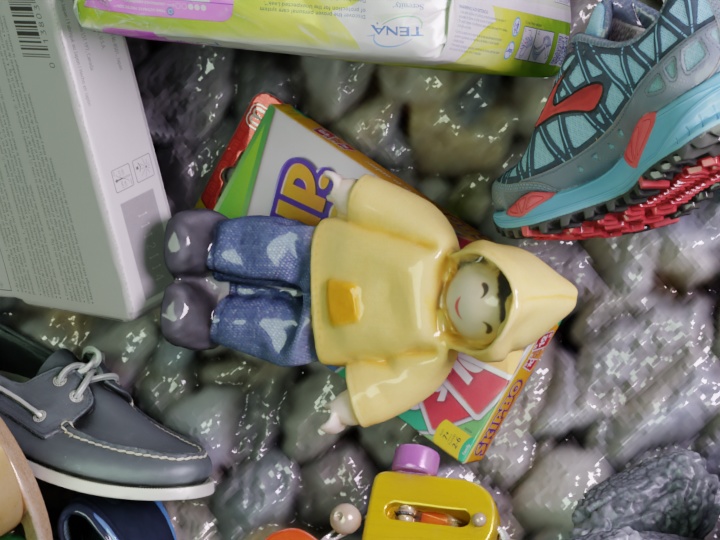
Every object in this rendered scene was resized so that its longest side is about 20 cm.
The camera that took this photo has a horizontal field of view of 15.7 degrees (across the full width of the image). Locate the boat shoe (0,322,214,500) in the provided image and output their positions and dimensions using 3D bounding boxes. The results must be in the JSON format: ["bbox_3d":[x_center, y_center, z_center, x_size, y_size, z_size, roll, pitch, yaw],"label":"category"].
[{"bbox_3d":[-0.158,0.066,1.338,0.199,0.073,0.062,19,102,29],"label":"boat shoe"}]

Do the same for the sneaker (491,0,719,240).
[{"bbox_3d":[0.124,-0.073,1.177,0.200,0.079,0.096,-29,67,55],"label":"sneaker"}]

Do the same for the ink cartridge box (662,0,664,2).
[{"bbox_3d":[0.228,-0.110,1.154,0.199,0.067,0.117,-20,83,25],"label":"ink cartridge box"}]

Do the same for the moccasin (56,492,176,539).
[{"bbox_3d":[-0.112,0.207,1.319,0.080,0.068,0.201,-30,78,23],"label":"moccasin"}]

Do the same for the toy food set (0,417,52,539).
[{"bbox_3d":[-0.228,0.122,1.342,0.199,0.049,0.199,14,124,40],"label":"toy food set"}]

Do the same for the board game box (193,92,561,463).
[{"bbox_3d":[0.000,0.000,1.289,0.200,0.030,0.096,35,105,23],"label":"board game box"}]

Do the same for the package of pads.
[{"bbox_3d":[-0.018,-0.133,1.223,0.199,0.154,0.069,7,94,25],"label":"package of pads"}]

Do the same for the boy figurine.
[{"bbox_3d":[0.004,0.017,1.239,0.199,0.064,0.125,7,91,28],"label":"boy figurine"}]

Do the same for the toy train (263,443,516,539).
[{"bbox_3d":[0.026,0.172,1.242,0.200,0.056,0.150,32,75,22],"label":"toy train"}]

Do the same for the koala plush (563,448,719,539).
[{"bbox_3d":[0.201,0.132,1.124,0.200,0.177,0.184,-41,86,20],"label":"koala plush"}]

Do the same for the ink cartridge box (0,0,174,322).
[{"bbox_3d":[-0.179,-0.081,1.314,0.176,0.045,0.201,7,117,45],"label":"ink cartridge box"}]
